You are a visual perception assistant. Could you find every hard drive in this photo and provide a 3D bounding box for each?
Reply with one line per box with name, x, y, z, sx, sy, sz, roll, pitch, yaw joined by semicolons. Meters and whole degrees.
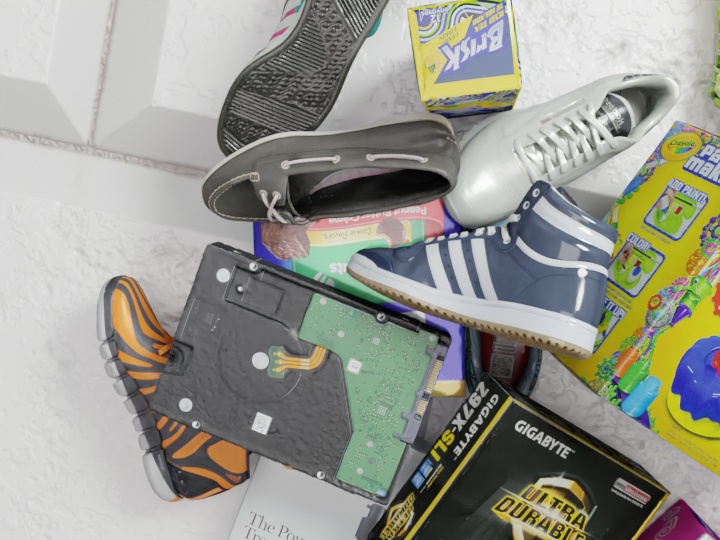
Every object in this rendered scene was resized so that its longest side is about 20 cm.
hard drive;-0.046;0.077;0.817;0.199;0.038;0.140;21;97;4

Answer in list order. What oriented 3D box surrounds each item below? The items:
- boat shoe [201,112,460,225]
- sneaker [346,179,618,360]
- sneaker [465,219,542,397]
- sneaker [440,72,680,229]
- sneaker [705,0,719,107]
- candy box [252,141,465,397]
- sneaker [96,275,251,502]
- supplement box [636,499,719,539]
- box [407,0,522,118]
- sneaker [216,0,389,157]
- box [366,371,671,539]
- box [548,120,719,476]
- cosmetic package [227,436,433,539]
boat shoe;-0.024;-0.065;0.781;0.199;0.067;0.057;-13;51;10
sneaker;0.088;-0.014;0.763;0.199;0.070;0.109;16;85;33
sneaker;0.122;0.019;0.843;0.079;0.096;0.201;0;95;5
sneaker;0.148;-0.097;0.803;0.199;0.080;0.077;-32;101;-19
sneaker;0.303;-0.166;0.821;0.076;0.075;0.201;-19;91;7
candy box;0.000;0.000;0.864;0.168;0.077;0.201;-2;95;6
sneaker;-0.138;0.089;0.882;0.111;0.078;0.201;-14;104;16
supplement box;0.295;0.297;0.846;0.200;0.101;0.103;45;97;0
box;0.078;-0.150;0.781;0.070;0.200;0.065;-6;94;7
sneaker;-0.042;-0.176;0.832;0.083;0.121;0.200;35;103;-10
box;0.126;0.190;0.831;0.200;0.049;0.160;32;98;-32
box;0.267;0.033;0.781;0.200;0.122;0.193;32;98;-25
cosmetic package;0.003;0.205;0.895;0.199;0.052;0.152;22;94;3
